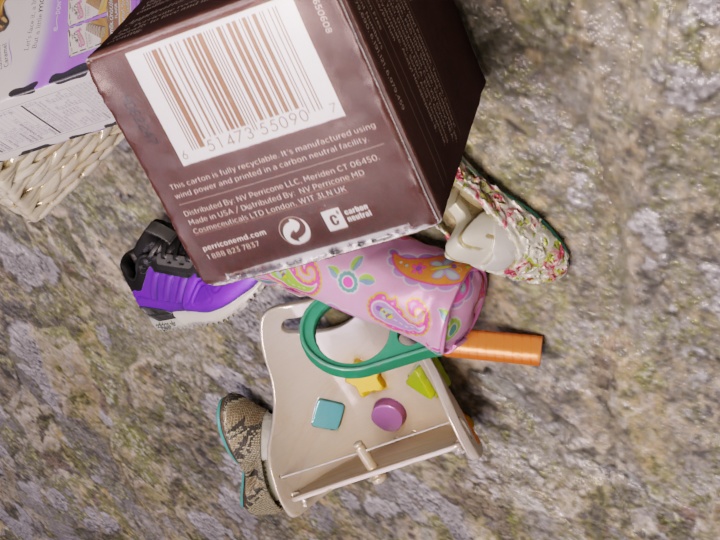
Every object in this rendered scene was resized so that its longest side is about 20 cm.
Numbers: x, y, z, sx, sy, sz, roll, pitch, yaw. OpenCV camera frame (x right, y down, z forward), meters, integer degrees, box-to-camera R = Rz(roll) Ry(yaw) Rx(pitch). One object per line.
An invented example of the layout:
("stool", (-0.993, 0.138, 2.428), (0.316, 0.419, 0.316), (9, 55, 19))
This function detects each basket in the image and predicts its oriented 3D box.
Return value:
("basket", (-0.305, -0.149, 1.066), (0.200, 0.136, 0.123), (31, 160, 33))

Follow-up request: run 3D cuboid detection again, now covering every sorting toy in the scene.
("sorting toy", (-0.003, 0.097, 1.139), (0.200, 0.107, 0.180), (-22, 99, 28))

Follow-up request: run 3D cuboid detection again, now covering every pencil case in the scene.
("pencil case", (0.000, 0.000, 1.038), (0.200, 0.087, 0.088), (21, 139, 20))

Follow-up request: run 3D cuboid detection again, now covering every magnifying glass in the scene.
("magnifying glass", (0.048, 0.056, 1.055), (0.200, 0.080, 0.022), (6, 149, 8))

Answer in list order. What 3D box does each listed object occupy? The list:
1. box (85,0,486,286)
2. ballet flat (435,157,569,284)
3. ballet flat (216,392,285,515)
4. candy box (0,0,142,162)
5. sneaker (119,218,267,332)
("box", (-0.035, -0.124, 0.809), (0.166, 0.200, 0.164), (-15, 118, 23))
("ballet flat", (0.066, -0.046, 0.958), (0.200, 0.064, 0.076), (40, 141, -3))
("ballet flat", (-0.098, 0.193, 1.347), (0.075, 0.068, 0.200), (3, 140, 8))
("candy box", (-0.214, -0.180, 0.905), (0.200, 0.168, 0.072), (-14, 155, 21))
("sneaker", (-0.158, -0.005, 1.179), (0.200, 0.070, 0.100), (-16, 115, 46))
